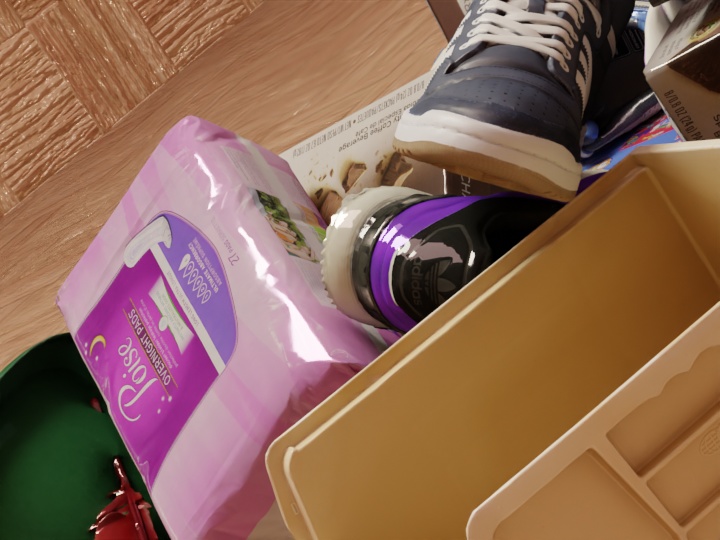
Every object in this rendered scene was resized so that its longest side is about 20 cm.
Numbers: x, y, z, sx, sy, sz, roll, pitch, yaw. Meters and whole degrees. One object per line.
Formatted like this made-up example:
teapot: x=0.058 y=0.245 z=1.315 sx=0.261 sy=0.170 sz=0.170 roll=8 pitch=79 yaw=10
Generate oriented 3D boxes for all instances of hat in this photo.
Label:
hat: x=-0.082 y=0.133 z=0.957 sx=0.176 sy=0.166 sz=0.200 roll=11 pitch=44 yaw=24

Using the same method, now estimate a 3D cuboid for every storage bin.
storage bin: x=0.085 y=0.050 z=0.699 sx=0.198 sy=0.094 sz=0.200 roll=-38 pitch=12 yaw=-14

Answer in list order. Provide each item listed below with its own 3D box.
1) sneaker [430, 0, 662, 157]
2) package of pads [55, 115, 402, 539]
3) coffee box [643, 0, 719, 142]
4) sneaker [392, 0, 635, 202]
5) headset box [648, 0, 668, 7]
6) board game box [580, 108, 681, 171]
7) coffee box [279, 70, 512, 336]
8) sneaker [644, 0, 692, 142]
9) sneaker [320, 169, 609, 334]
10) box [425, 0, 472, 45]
sneaker: x=0.094 y=-0.091 z=1.063 sx=0.200 sy=0.077 sz=0.085 roll=-27 pitch=18 yaw=36
package of pads: x=-0.051 y=0.037 z=0.923 sx=0.121 sy=0.076 sz=0.200 roll=-53 pitch=39 yaw=16
coffee box: x=0.223 y=-0.087 z=0.805 sx=0.200 sy=0.113 sz=0.080 roll=-29 pitch=13 yaw=30
sneaker: x=0.065 y=-0.089 z=0.820 sx=0.200 sy=0.070 sz=0.109 roll=-39 pitch=-33 yaw=-79
headset box: x=0.184 y=-0.180 z=0.826 sx=0.148 sy=0.075 sz=0.200 roll=-29 pitch=0 yaw=41
board game box: x=0.115 y=-0.037 z=1.080 sx=0.200 sy=0.045 sz=0.135 roll=-26 pitch=15 yaw=38
coffee box: x=0.000 y=0.000 z=1.020 sx=0.200 sy=0.080 sz=0.113 roll=-25 pitch=55 yaw=42
sneaker: x=0.191 y=-0.107 z=0.978 sx=0.073 sy=0.114 sz=0.200 roll=-28 pitch=12 yaw=37
sneaker: x=0.089 y=0.001 z=0.867 sx=0.200 sy=0.070 sz=0.099 roll=-7 pitch=12 yaw=-39
box: x=0.121 y=-0.138 z=1.217 sx=0.075 sy=0.100 sz=0.200 roll=-27 pitch=0 yaw=30
